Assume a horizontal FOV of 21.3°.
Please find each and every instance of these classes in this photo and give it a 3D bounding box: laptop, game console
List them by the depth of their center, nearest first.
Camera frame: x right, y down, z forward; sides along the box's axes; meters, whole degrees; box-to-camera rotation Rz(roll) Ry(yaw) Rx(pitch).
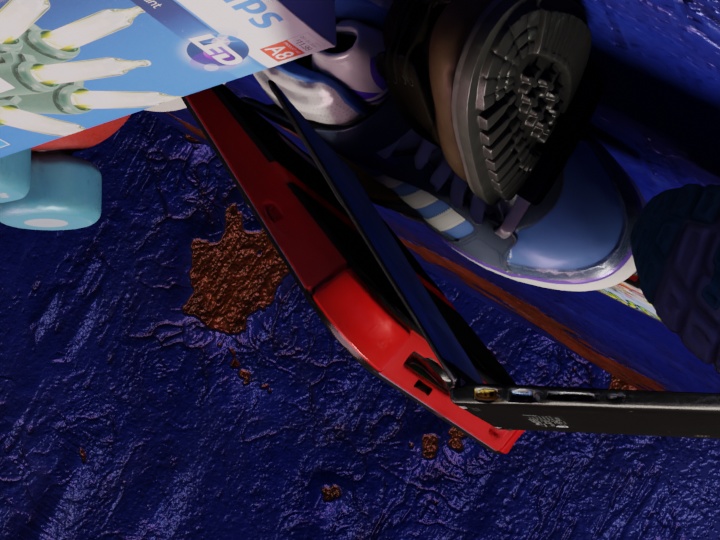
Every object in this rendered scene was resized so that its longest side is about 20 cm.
[{"bbox_3d":[0.075,0.003,0.753,0.198,0.117,0.187,2,173,9],"label":"laptop"},{"bbox_3d":[0.000,0.000,0.920,0.177,0.031,0.200,51,-173,33],"label":"game console"}]

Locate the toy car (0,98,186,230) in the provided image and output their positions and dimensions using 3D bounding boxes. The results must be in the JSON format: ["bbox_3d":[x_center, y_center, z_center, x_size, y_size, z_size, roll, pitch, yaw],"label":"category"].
[{"bbox_3d":[-0.123,-0.127,1.019,0.198,0.186,0.177,-2,172,16],"label":"toy car"}]

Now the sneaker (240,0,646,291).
[{"bbox_3d":[0.032,-0.063,0.858,0.199,0.081,0.146,35,-176,19],"label":"sneaker"}]

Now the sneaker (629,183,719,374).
[{"bbox_3d":[0.206,0.030,0.821,0.199,0.078,0.091,31,-177,13],"label":"sneaker"}]

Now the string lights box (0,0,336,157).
[{"bbox_3d":[-0.119,-0.107,0.762,0.199,0.059,0.103,-15,153,28],"label":"string lights box"}]

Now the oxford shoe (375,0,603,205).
[{"bbox_3d":[0.038,-0.071,0.706,0.084,0.073,0.200,32,178,9],"label":"oxford shoe"}]

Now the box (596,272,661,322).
[{"bbox_3d":[0.141,-0.015,1.192,0.110,0.035,0.200,31,178,-42],"label":"box"}]

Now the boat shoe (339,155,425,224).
[{"bbox_3d":[0.056,-0.051,1.020,0.200,0.074,0.063,19,166,44],"label":"boat shoe"}]
